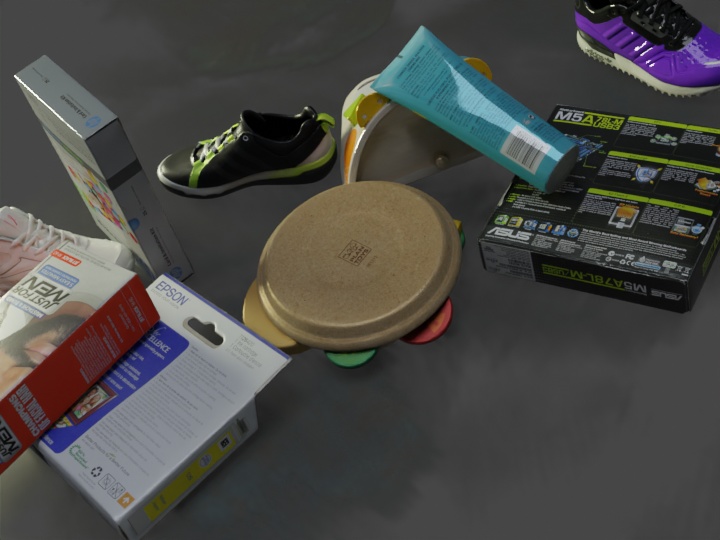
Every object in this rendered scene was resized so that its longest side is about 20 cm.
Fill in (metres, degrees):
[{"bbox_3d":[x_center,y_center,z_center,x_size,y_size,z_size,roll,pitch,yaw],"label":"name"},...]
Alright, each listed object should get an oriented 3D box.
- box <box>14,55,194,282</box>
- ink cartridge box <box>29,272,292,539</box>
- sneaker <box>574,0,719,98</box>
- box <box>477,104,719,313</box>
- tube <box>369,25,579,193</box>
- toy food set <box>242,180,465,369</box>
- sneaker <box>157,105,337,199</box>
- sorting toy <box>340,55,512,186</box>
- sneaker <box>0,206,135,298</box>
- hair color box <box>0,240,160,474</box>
[{"bbox_3d":[-0.243,-0.091,1.220,0.041,0.201,0.156,-37,47,-15],"label":"box"},{"bbox_3d":[-0.185,0.113,1.117,0.200,0.047,0.197,-39,45,-22],"label":"ink cartridge box"},{"bbox_3d":[0.289,-0.244,1.267,0.199,0.100,0.070,29,62,38],"label":"sneaker"},{"bbox_3d":[0.232,-0.062,1.149,0.198,0.048,0.194,12,49,29],"label":"box"},{"bbox_3d":[0.106,-0.145,1.161,0.199,0.050,0.078,38,77,20],"label":"tube"},{"bbox_3d":[0.000,0.000,1.157,0.196,0.049,0.201,10,55,23],"label":"toy food set"},{"bbox_3d":[-0.119,-0.132,1.305,0.198,0.083,0.072,-8,44,11],"label":"sneaker"},{"bbox_3d":[0.053,-0.169,1.293,0.198,0.108,0.180,-20,26,-2],"label":"sorting toy"},{"bbox_3d":[-0.318,-0.017,1.245,0.198,0.100,0.078,1,47,19],"label":"sneaker"},{"bbox_3d":[-0.287,0.071,1.121,0.110,0.064,0.200,21,57,37],"label":"hair color box"}]
